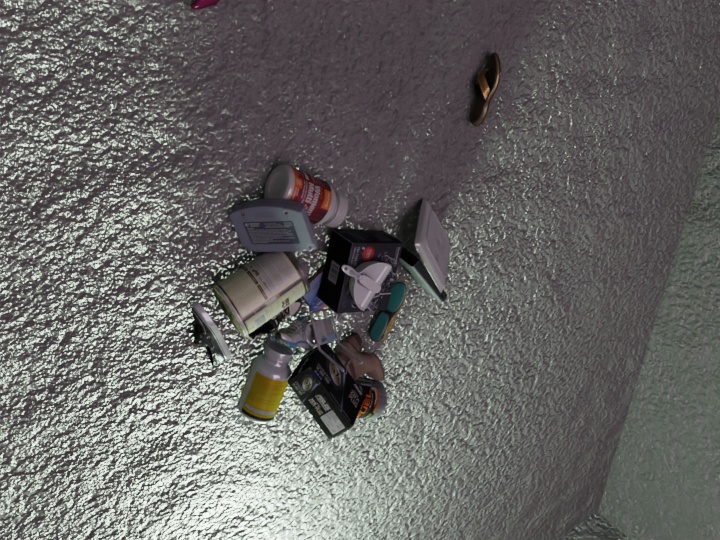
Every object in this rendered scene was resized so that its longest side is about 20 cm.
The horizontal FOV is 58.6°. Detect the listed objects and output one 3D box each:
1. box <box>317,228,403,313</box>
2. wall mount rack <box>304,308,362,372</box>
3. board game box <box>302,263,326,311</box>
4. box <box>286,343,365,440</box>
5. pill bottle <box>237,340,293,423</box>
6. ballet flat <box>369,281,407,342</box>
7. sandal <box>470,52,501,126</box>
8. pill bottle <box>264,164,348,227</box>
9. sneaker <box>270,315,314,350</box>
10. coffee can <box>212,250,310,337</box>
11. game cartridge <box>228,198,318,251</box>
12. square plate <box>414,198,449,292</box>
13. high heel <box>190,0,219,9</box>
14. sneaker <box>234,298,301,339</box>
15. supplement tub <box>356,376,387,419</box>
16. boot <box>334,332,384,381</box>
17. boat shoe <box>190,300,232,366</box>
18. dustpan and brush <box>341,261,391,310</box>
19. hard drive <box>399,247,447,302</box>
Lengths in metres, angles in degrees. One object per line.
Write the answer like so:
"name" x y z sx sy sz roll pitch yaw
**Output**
"box" 0.000 0.000 1.747 0.179 0.104 0.205 -3 114 -39
"wall mount rack" -0.070 0.189 1.768 0.199 0.073 0.178 -7 81 -63
"board game box" -0.077 0.021 1.781 0.200 0.019 0.104 -44 131 -12
"box" -0.089 0.325 1.751 0.085 0.164 0.202 -32 98 21
"pill bottle" -0.251 0.297 1.726 0.110 0.112 0.204 12 106 -41
"ballet flat" 0.089 0.125 1.947 0.070 0.070 0.203 20 99 -43
"sandal" 0.343 -0.510 1.806 0.053 0.081 0.204 11 112 -19
"pill bottle" -0.129 -0.176 1.570 0.198 0.109 0.111 17 102 -42
"sneaker" -0.177 0.163 1.728 0.199 0.074 0.089 20 88 -70
"coffee can" -0.242 0.045 1.573 0.198 0.146 0.148 -35 131 -18
"game cartridge" -0.206 -0.105 1.507 0.042 0.195 0.135 -63 146 -48
"square plate" 0.216 -0.075 1.861 0.202 0.028 0.201 57 32 -35
"high heel" -0.247 -0.553 1.297 0.199 0.067 0.097 -41 122 -18
"sneaker" -0.227 0.126 1.671 0.197 0.087 0.077 -25 126 -28
"supplement tub" -0.021 0.384 1.950 0.198 0.122 0.125 18 102 -42
"boot" -0.012 0.288 1.891 0.202 0.069 0.147 56 38 -16
"boat shoe" -0.382 0.163 1.584 0.066 0.070 0.202 -36 138 -19
"dustpan and brush" 0.003 0.021 1.648 0.199 0.057 0.141 33 91 -43
"hard drive" 0.166 0.001 1.882 0.033 0.139 0.200 -45 133 -3
